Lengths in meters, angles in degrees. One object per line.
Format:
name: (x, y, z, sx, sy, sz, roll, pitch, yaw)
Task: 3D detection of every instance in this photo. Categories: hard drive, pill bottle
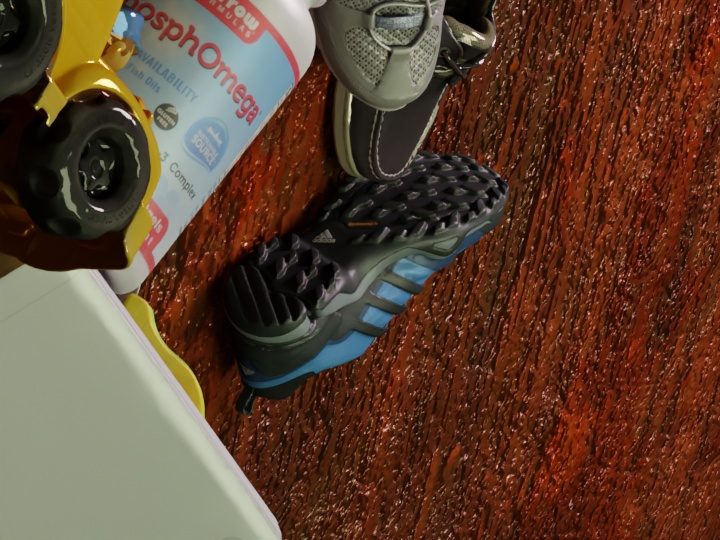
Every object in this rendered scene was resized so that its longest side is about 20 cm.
hard drive: (-0.141, 0.086, 1.283, 0.132, 0.026, 0.200, -31, 121, 3)
pill bottle: (-0.092, -0.095, 1.309, 0.200, 0.109, 0.109, -54, 150, -15)

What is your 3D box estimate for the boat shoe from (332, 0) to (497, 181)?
boat shoe: (0.043, -0.136, 1.527, 0.072, 0.065, 0.200, -2, 115, -56)

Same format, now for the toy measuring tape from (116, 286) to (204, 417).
toy measuring tape: (-0.092, 0.036, 1.347, 0.200, 0.074, 0.074, -60, 151, -11)

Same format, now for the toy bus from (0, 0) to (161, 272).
toy bus: (-0.141, -0.125, 1.169, 0.192, 0.136, 0.200, -58, 134, -27)

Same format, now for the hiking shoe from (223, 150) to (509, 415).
hiking shoe: (0.000, 0.000, 1.583, 0.200, 0.074, 0.087, -29, 146, -29)

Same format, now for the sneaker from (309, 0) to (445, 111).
sneaker: (0.017, -0.167, 1.427, 0.075, 0.082, 0.200, -11, 122, -18)
